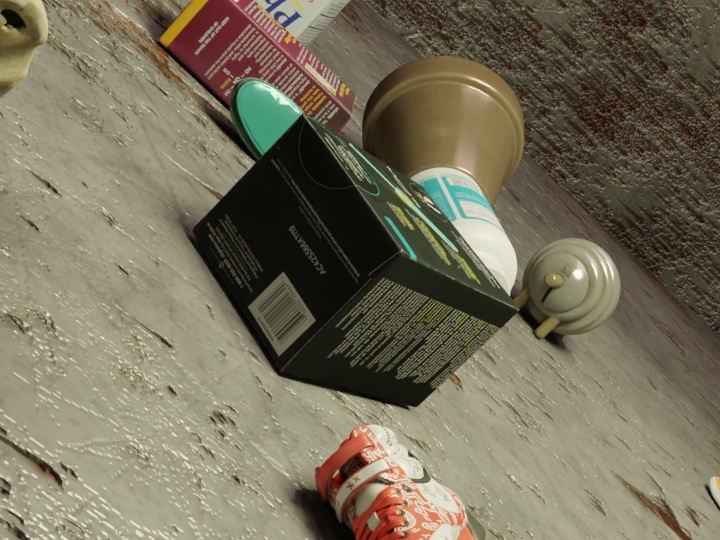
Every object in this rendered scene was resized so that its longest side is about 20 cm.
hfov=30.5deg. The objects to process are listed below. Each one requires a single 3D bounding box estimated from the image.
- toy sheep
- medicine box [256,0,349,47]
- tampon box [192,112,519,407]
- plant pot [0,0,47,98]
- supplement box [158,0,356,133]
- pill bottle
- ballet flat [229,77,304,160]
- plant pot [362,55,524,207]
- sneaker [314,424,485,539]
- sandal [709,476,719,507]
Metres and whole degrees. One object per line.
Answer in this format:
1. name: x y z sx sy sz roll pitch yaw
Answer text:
1. toy sheep: 0.268 0.022 1.703 0.138 0.138 0.200 49 15 14
2. medicine box: -0.097 -0.399 1.693 0.182 0.200 0.103 46 12 2
3. tampon box: 0.000 0.000 1.021 0.150 0.126 0.200 54 16 30
4. plant pot: -0.261 -0.180 0.704 0.184 0.200 0.200 61 18 15
5. supplement box: -0.104 -0.211 1.388 0.200 0.086 0.110 43 14 -11
6. pill bottle: 0.100 -0.022 1.394 0.111 0.111 0.200 38 16 -25
7. ballet flat: -0.060 -0.112 1.318 0.200 0.067 0.070 41 -9 -18
8. plant pot: 0.095 -0.127 1.561 0.200 0.200 0.175 39 32 -22
9. sneaker: 0.013 0.153 0.765 0.108 0.067 0.201 45 11 3
10. sandal: 0.527 0.335 1.719 0.079 0.059 0.207 37 17 -30
